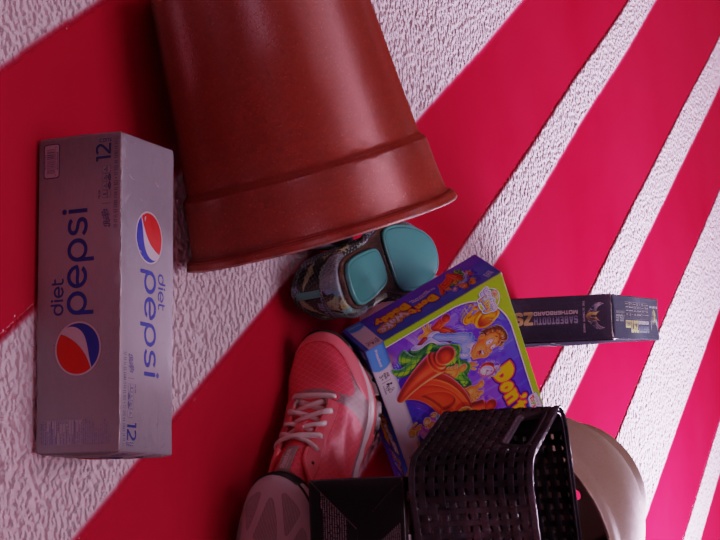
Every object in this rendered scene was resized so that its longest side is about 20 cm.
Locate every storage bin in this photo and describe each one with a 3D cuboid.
[{"bbox_3d":[0.104,0.210,1.361,0.135,0.093,0.201,-43,128,-68],"label":"storage bin"}]

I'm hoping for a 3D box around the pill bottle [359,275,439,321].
[{"bbox_3d":[0.071,0.112,1.658,0.114,0.113,0.201,-63,142,-51],"label":"pill bottle"}]

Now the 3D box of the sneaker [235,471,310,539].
[{"bbox_3d":[-0.073,0.244,1.336,0.115,0.075,0.202,18,72,-68],"label":"sneaker"}]

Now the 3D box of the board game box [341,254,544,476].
[{"bbox_3d":[0.078,0.106,1.562,0.134,0.045,0.201,-30,122,-15],"label":"board game box"}]

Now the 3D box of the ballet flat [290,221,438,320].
[{"bbox_3d":[0.000,0.000,1.564,0.200,0.074,0.075,-14,99,-65],"label":"ballet flat"}]

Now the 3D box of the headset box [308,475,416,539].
[{"bbox_3d":[0.029,0.230,1.395,0.200,0.077,0.150,22,65,-69],"label":"headset box"}]

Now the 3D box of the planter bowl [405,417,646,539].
[{"bbox_3d":[0.150,0.199,1.514,0.135,0.200,0.201,-21,107,-50],"label":"planter bowl"}]

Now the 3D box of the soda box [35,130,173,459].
[{"bbox_3d":[-0.160,0.018,1.179,0.068,0.063,0.201,17,70,-65],"label":"soda box"}]

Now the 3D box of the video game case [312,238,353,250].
[{"bbox_3d":[-0.046,-0.117,1.541,0.143,0.019,0.201,-3,88,-68],"label":"video game case"}]

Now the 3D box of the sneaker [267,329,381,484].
[{"bbox_3d":[-0.034,0.140,1.453,0.087,0.073,0.201,28,60,-60],"label":"sneaker"}]

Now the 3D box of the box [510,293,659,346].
[{"bbox_3d":[0.215,0.054,1.959,0.200,0.157,0.051,5,81,-68],"label":"box"}]

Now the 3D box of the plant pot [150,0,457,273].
[{"bbox_3d":[-0.052,-0.119,1.321,0.201,0.200,0.196,-29,105,-65],"label":"plant pot"}]
